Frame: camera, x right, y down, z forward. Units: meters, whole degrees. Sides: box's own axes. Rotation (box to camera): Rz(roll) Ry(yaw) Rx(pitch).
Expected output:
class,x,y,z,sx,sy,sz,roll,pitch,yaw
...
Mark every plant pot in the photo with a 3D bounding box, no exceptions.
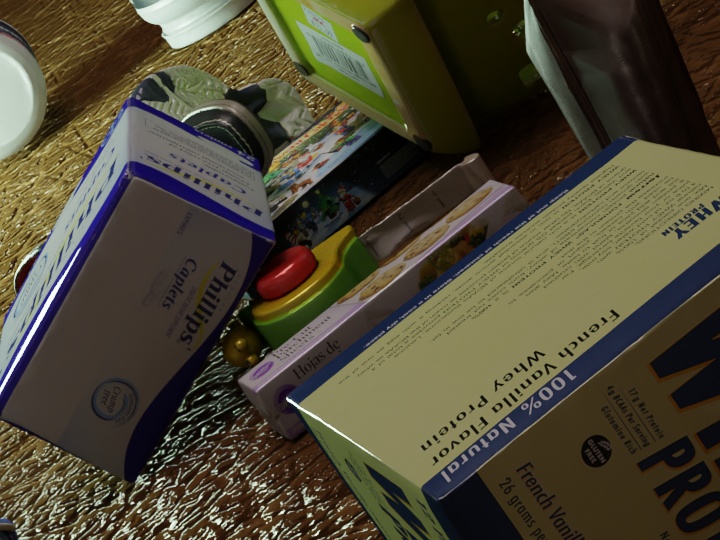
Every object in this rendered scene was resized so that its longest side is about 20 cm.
class,x,y,z,sx,sy,sz,roll,pitch,yaw
plant pot,0.039,-0.207,1.637,0.200,0.199,0.182,32,73,36

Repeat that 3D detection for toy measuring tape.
class,x,y,z,sx,sy,sz,roll,pitch,yaw
toy measuring tape,0.000,0.000,1.458,0.200,0.074,0.074,-34,17,3

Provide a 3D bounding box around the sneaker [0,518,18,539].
class,x,y,z,sx,sy,sz,roll,pitch,yaw
sneaker,-0.241,0.177,1.460,0.077,0.076,0.200,-11,20,2

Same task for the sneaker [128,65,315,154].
class,x,y,z,sx,sy,sz,roll,pitch,yaw
sneaker,-0.138,-0.094,1.865,0.130,0.080,0.199,-39,-13,29

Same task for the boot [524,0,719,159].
class,x,y,z,sx,sy,sz,roll,pitch,yaw
boot,0.119,-0.058,1.169,0.064,0.200,0.186,-44,20,-28

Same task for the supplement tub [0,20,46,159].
class,x,y,z,sx,sy,sz,roll,pitch,yaw
supplement tub,-0.417,-0.201,2.596,0.140,0.140,0.200,-36,18,-2

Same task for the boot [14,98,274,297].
class,x,y,z,sx,sy,sz,roll,pitch,yaw
boot,-0.157,-0.039,1.706,0.200,0.073,0.151,-22,19,51

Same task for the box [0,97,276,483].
class,x,y,z,sx,sy,sz,roll,pitch,yaw
box,-0.148,0.007,1.541,0.184,0.105,0.200,-60,14,12

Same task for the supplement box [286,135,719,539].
class,x,y,z,sx,sy,sz,roll,pitch,yaw
supplement box,0.108,0.062,0.986,0.200,0.134,0.200,-38,17,-10

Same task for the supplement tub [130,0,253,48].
class,x,y,z,sx,sy,sz,roll,pitch,yaw
supplement tub,-0.205,-0.351,2.521,0.140,0.200,0.140,-32,18,11

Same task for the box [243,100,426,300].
class,x,y,z,sx,sy,sz,roll,pitch,yaw
box,-0.041,-0.058,1.730,0.200,0.038,0.137,-41,18,-18

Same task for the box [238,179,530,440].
class,x,y,z,sx,sy,sz,roll,pitch,yaw
box,0.020,0.022,1.412,0.200,0.039,0.041,-38,17,-10
